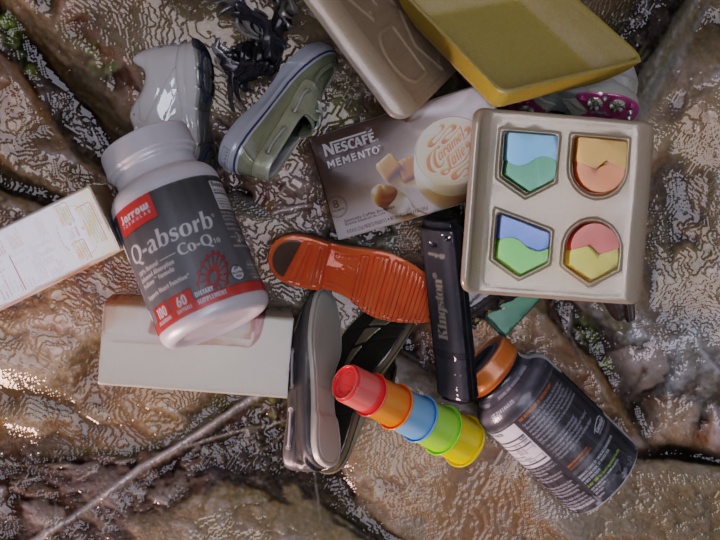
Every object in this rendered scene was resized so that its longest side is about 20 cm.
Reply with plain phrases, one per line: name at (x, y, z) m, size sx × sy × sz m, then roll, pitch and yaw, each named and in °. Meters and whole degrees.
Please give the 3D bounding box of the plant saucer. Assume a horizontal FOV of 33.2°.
plant saucer at (0.156, -0.241, 1.251) m, size 0.198 × 0.200 × 0.049 m, roll -17°, pitch 142°, yaw -31°

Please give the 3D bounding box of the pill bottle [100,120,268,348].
pill bottle at (-0.177, -0.036, 1.192) m, size 0.115 × 0.116 × 0.202 m, roll -23°, pitch 81°, yaw -4°

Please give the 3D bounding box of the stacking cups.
stacking cups at (0.051, 0.148, 1.290) m, size 0.199 × 0.060 × 0.061 m, roll 33°, pitch 90°, yaw -37°

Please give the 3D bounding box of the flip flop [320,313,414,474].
flip flop at (0.004, 0.130, 1.327) m, size 0.057 × 0.081 × 0.202 m, roll 29°, pitch 81°, yaw -43°

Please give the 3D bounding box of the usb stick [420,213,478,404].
usb stick at (0.093, 0.042, 1.262) m, size 0.032 × 0.055 × 0.203 m, roll -16°, pitch 109°, yaw -31°

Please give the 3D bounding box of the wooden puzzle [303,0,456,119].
wooden puzzle at (0.017, -0.256, 1.257) m, size 0.046 × 0.200 × 0.186 m, roll -33°, pitch 99°, yaw 35°

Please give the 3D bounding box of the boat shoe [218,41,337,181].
boat shoe at (-0.072, -0.161, 1.257) m, size 0.062 × 0.072 × 0.201 m, roll 28°, pitch 56°, yaw 11°

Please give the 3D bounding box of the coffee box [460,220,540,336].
coffee box at (0.182, -0.041, 1.342) m, size 0.123 × 0.044 × 0.200 m, roll 42°, pitch 89°, yaw -7°

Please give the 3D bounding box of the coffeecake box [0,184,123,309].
coffeecake box at (-0.341, -0.013, 1.234) m, size 0.198 × 0.154 × 0.074 m, roll -26°, pitch 96°, yaw -3°

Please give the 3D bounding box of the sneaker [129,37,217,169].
sneaker at (-0.200, -0.144, 1.290) m, size 0.086 × 0.074 × 0.203 m, roll 0°, pitch 90°, yaw 9°

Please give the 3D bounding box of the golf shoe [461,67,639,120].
golf shoe at (0.209, -0.216, 1.328) m, size 0.197 × 0.076 × 0.093 m, roll 13°, pitch 63°, yaw -1°

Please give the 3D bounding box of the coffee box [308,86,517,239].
coffee box at (0.058, -0.116, 1.284) m, size 0.197 × 0.080 × 0.116 m, roll -15°, pitch 95°, yaw 9°

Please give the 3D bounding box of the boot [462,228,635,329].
boot at (0.182, 0.008, 1.297) m, size 0.173 × 0.069 × 0.201 m, roll -34°, pitch 93°, yaw 3°

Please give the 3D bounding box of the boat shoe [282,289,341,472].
boat shoe at (-0.058, 0.116, 1.300) m, size 0.056 × 0.067 × 0.203 m, roll -14°, pitch 64°, yaw 29°

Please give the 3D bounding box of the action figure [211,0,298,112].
action figure at (-0.110, -0.271, 1.262) m, size 0.101 × 0.119 × 0.202 m, roll 29°, pitch 82°, yaw -17°

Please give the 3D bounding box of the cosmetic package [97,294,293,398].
cosmetic package at (-0.173, 0.079, 1.285) m, size 0.197 × 0.103 × 0.089 m, roll 5°, pitch 93°, yaw -8°

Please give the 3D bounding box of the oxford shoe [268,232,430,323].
oxford shoe at (0.000, 0.000, 1.307) m, size 0.198 × 0.073 × 0.072 m, roll 21°, pitch 102°, yaw -3°

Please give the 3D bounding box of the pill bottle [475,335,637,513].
pill bottle at (0.201, 0.163, 1.328) m, size 0.200 × 0.106 × 0.106 m, roll 44°, pitch 89°, yaw -7°

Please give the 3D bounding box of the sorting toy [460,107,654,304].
sorting toy at (0.203, -0.064, 1.226) m, size 0.197 × 0.036 × 0.188 m, roll 4°, pitch 92°, yaw -10°
